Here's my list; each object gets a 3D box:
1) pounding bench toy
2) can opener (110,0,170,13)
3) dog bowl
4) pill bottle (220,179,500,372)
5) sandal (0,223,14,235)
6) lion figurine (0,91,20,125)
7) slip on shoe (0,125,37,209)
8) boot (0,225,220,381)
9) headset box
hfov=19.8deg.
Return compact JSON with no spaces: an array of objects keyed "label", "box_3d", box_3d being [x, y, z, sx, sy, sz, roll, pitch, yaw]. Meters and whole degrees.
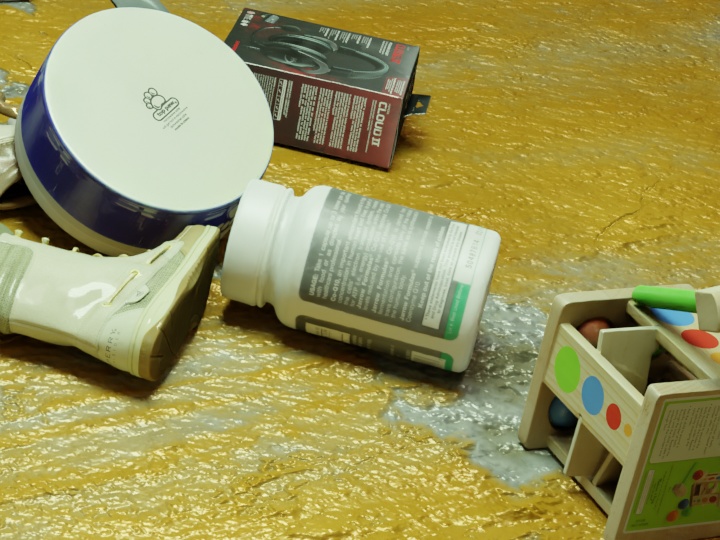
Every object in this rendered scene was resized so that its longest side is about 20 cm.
[{"label":"pounding bench toy","box_3d":[0.212,0.064,1.450,0.124,0.201,0.156,-3,31,-28]},{"label":"can opener","box_3d":[-0.151,-0.160,1.784,0.200,0.066,0.053,48,-5,-13]},{"label":"dog bowl","box_3d":[-0.173,-0.111,1.663,0.199,0.079,0.201,14,54,-21]},{"label":"pill bottle","box_3d":[0.000,0.000,1.581,0.199,0.114,0.113,15,26,4]},{"label":"sandal","box_3d":[-0.332,-0.078,1.565,0.201,0.057,0.080,45,7,-29]},{"label":"lion figurine","box_3d":[-0.235,-0.131,1.806,0.122,0.073,0.200,33,46,17]},{"label":"slip on shoe","box_3d":[-0.233,-0.092,1.711,0.199,0.076,0.061,-9,47,-37]},{"label":"boot","box_3d":[-0.194,0.005,1.540,0.154,0.072,0.200,13,27,7]},{"label":"headset box","box_3d":[-0.033,-0.172,1.948,0.199,0.078,0.149,12,26,3]}]
